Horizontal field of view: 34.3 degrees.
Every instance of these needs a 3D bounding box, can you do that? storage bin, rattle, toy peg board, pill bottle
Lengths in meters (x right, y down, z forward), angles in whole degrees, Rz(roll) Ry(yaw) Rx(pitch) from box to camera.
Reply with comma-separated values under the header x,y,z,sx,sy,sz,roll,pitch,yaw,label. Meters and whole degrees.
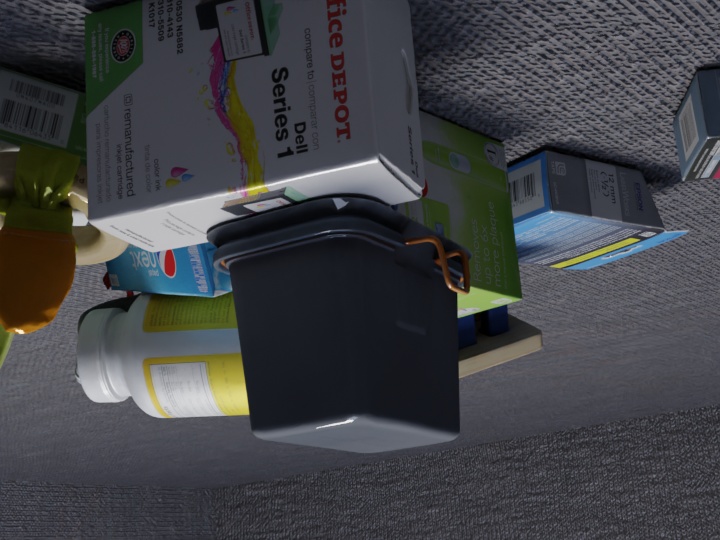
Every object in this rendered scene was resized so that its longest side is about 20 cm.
x,y,z,sx,sy,sz,roll,pitch,yaw,label
0.005,0.046,0.780,0.144,0.136,0.200,-13,164,26,storage bin
-0.246,0.005,0.845,0.129,0.144,0.199,10,156,-41,rattle
0.041,0.031,1.151,0.198,0.099,0.199,-17,-158,-23,toy peg board
-0.134,0.068,0.997,0.198,0.113,0.112,-3,165,12,pill bottle

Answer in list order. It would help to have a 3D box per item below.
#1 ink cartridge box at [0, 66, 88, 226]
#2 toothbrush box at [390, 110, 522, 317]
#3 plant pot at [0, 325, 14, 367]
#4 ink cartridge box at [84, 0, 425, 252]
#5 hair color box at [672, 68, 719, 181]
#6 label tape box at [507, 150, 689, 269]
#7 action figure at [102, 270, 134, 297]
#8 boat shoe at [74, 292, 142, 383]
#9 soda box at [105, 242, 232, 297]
x,y,z,sx,sy,sz,roll,pitch,yaw,label
-0.256,-0.076,0.906,0.103,0.060,0.200,16,155,-19,ink cartridge box
0.040,-0.049,0.972,0.086,0.147,0.199,-19,158,40,toothbrush box
-0.435,0.034,1.045,0.188,0.202,0.200,21,165,5,plant pot
-0.069,-0.106,0.740,0.198,0.146,0.084,-10,164,19,ink cartridge box
0.367,-0.126,0.954,0.198,0.061,0.099,-6,164,2,hair color box
0.205,-0.054,1.155,0.199,0.067,0.143,4,163,-37,label tape box
-0.270,-0.006,1.135,0.198,0.100,0.065,1,164,-27,action figure
-0.196,0.058,1.153,0.201,0.074,0.065,-20,137,-49,boat shoe
-0.146,-0.020,0.963,0.067,0.065,0.199,-19,-168,-33,soda box
